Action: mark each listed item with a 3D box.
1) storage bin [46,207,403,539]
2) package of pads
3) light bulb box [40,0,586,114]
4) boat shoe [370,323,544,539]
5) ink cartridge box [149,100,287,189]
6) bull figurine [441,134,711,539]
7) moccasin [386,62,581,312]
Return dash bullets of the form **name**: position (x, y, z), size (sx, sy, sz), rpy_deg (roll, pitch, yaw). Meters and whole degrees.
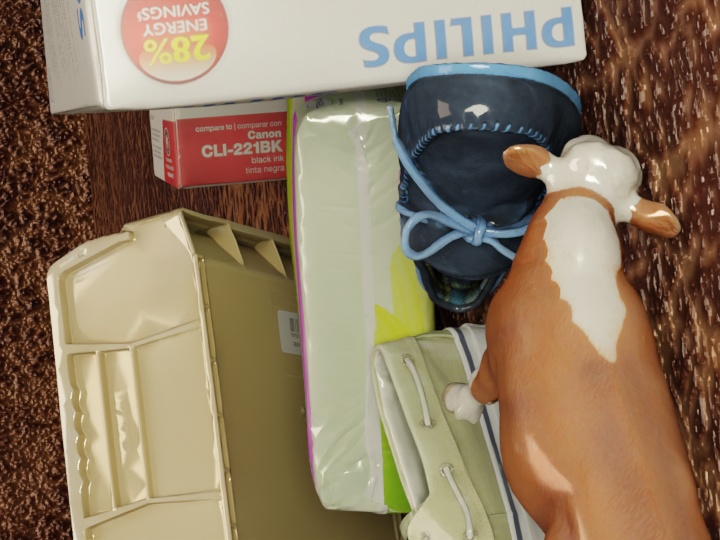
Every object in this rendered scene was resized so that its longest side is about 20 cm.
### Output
- **storage bin**: position (-0.068, 0.083, 1.243), size (0.200, 0.093, 0.200), rpy_deg (15, -116, -61)
- **package of pads**: position (0.000, 0.000, 1.134), size (0.155, 0.068, 0.201), rpy_deg (-99, 7, -73)
- **light bulb box**: position (-0.031, -0.134, 0.958), size (0.200, 0.197, 0.126), rpy_deg (-168, 72, -77)
- **boat shoe**: position (0.048, 0.116, 1.014), size (0.072, 0.062, 0.201), rpy_deg (102, 160, -54)
- **ink cartridge box**: position (-0.101, -0.162, 1.568), size (0.144, 0.083, 0.201), rpy_deg (-152, 57, -77)
- **bull figurine**: position (0.076, 0.051, 0.807), size (0.122, 0.065, 0.201), rpy_deg (111, 157, -54)
- **moccasin**: position (0.052, -0.027, 0.906), size (0.200, 0.080, 0.069), rpy_deg (67, -150, -75)
